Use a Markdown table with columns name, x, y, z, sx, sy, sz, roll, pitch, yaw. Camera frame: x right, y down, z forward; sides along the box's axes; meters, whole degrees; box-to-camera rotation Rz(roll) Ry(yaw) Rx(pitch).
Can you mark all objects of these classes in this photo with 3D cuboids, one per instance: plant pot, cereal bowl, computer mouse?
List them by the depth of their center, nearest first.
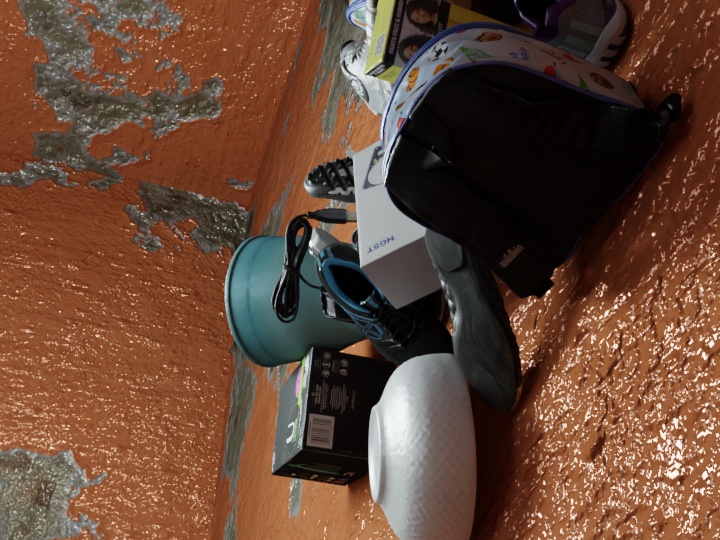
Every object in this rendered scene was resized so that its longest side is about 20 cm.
| name | x | y | z | sx | sy | sz | roll | pitch | yaw |
| --- | --- | --- | --- | --- | --- | --- | --- | --- | --- |
| cereal bowl | 0.054 | 0.183 | 0.810 | 0.200 | 0.083 | 0.201 | -178 | 90 | -84 |
| computer mouse | 0.000 | 0.000 | 0.951 | 0.046 | 0.199 | 0.141 | -55 | -29 | -83 |
| plant pot | -0.063 | 0.037 | 1.174 | 0.187 | 0.200 | 0.201 | -7 | 65 | 29 |

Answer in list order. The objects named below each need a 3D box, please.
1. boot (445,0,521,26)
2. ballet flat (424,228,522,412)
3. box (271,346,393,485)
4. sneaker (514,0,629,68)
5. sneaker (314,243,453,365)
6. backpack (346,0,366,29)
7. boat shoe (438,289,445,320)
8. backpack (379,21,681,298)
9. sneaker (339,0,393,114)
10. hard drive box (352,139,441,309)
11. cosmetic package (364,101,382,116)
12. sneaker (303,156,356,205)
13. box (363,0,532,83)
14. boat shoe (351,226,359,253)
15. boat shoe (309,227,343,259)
| name | x | y | z | sx | sy | sz | roll | pitch | yaw |
| --- | --- | --- | --- | --- | --- | --- | --- | --- | --- |
| boot | 0.138 | -0.252 | 0.831 | 0.072 | 0.166 | 0.201 | 8 | 118 | 55 |
| ballet flat | 0.112 | 0.034 | 0.742 | 0.066 | 0.057 | 0.201 | -12 | 99 | 39 |
| box | -0.045 | 0.218 | 1.168 | 0.200 | 0.124 | 0.149 | 127 | 152 | -61 |
| sneaker | 0.182 | -0.265 | 0.749 | 0.200 | 0.087 | 0.075 | -95 | 22 | -48 |
| sneaker | 0.025 | 0.051 | 0.890 | 0.073 | 0.200 | 0.082 | -51 | 2 | 3 |
| backpack | 0.078 | -0.321 | 0.961 | 0.200 | 0.190 | 0.155 | 174 | 106 | -74 |
| boat shoe | 0.082 | -0.021 | 1.003 | 0.067 | 0.057 | 0.201 | 152 | 128 | -72 |
| backpack | 0.113 | -0.105 | 0.644 | 0.200 | 0.190 | 0.154 | -59 | 26 | 30 |
| sneaker | 0.012 | -0.252 | 0.867 | 0.115 | 0.075 | 0.201 | 32 | 142 | 42 |
| hard drive box | 0.079 | -0.079 | 0.869 | 0.156 | 0.077 | 0.200 | -27 | 39 | 19 |
| cosmetic package | 0.081 | -0.327 | 1.199 | 0.103 | 0.087 | 0.201 | -112 | 38 | -64 |
| sneaker | 0.022 | -0.103 | 1.063 | 0.091 | 0.199 | 0.067 | 99 | 155 | -42 |
| box | 0.107 | -0.191 | 0.743 | 0.050 | 0.199 | 0.076 | -178 | 102 | -69 |
| boat shoe | 0.029 | -0.041 | 1.024 | 0.200 | 0.062 | 0.075 | -151 | 79 | -80 |
| boat shoe | -0.008 | 0.033 | 1.022 | 0.064 | 0.200 | 0.071 | -39 | 18 | 11 |
